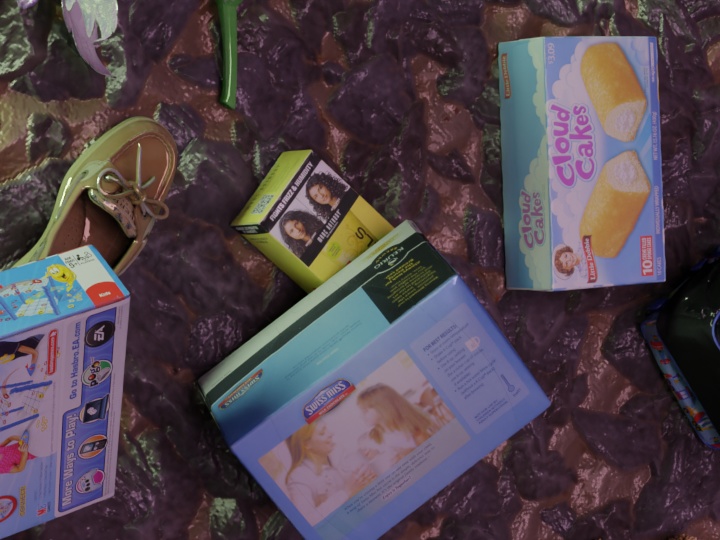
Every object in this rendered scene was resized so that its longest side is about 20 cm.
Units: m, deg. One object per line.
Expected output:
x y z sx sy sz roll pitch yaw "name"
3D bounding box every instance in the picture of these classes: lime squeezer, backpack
-0.072 -0.222 1.372 0.071 0.038 0.200 32 75 -27 "lime squeezer"
0.362 0.044 1.577 0.200 0.134 0.183 -43 111 -21 "backpack"

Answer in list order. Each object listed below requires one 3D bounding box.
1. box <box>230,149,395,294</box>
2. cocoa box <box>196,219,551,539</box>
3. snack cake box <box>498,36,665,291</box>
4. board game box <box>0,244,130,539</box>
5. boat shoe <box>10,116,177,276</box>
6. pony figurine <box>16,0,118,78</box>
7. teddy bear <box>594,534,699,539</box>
0.000 0.000 1.414 0.200 0.050 0.075 44 71 -24 "box"
0.007 0.087 1.336 0.200 0.131 0.133 -37 114 -1 "cocoa box"
0.177 -0.086 1.505 0.115 0.067 0.200 -5 94 -31 "snack cake box"
-0.252 0.097 1.204 0.196 0.056 0.200 -18 140 -29 "board game box"
-0.184 -0.021 1.298 0.073 0.063 0.200 38 73 -25 "boat shoe"
-0.220 -0.230 1.236 0.200 0.167 0.194 -4 86 -15 "pony figurine"
0.263 0.298 1.568 0.145 0.067 0.200 -48 114 -23 "teddy bear"
